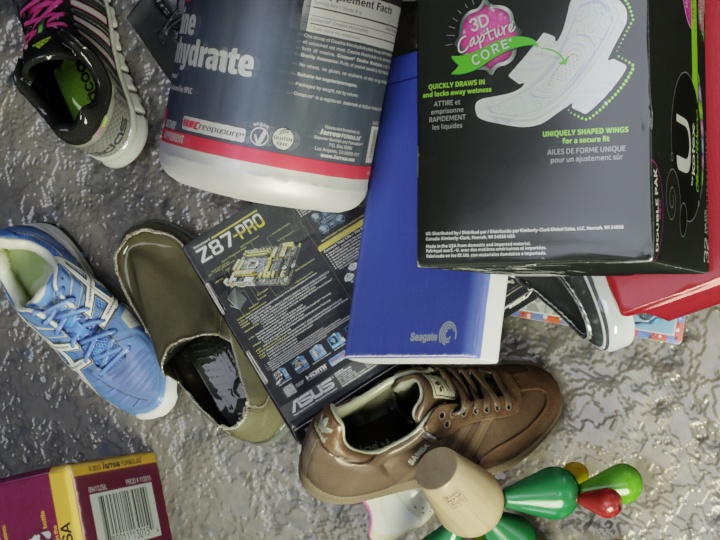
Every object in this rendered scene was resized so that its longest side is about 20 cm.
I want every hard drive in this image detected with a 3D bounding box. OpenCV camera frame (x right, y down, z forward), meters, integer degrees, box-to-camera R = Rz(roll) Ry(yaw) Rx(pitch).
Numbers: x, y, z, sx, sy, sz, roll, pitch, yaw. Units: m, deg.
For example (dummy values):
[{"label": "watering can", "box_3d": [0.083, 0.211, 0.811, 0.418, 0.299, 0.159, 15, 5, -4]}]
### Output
[{"label": "hard drive", "box_3d": [0.048, -0.043, 0.891, 0.131, 0.025, 0.202, -5, 74, 54]}]

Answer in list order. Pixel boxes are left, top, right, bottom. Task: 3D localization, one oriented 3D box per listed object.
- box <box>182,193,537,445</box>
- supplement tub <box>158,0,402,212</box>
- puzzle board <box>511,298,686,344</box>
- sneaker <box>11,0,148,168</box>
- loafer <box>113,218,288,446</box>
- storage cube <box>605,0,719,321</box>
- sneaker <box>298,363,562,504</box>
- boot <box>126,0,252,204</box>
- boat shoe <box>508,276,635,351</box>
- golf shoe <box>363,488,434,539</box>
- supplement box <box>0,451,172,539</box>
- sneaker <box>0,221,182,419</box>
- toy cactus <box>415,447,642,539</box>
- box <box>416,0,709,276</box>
[{"label": "box", "box_3d": [0.000, 0.000, 0.983, 0.199, 0.049, 0.162, -32, 69, -6]}, {"label": "supplement tub", "box_3d": [-0.047, -0.147, 0.916, 0.139, 0.140, 0.202, 13, 97, 20]}, {"label": "puzzle board", "box_3d": [0.163, -0.060, 0.989, 0.149, 0.017, 0.202, 9, 90, 20]}, {"label": "sneaker", "box_3d": [-0.232, -0.176, 1.102, 0.073, 0.087, 0.201, -27, 79, 17]}, {"label": "loafer", "box_3d": [-0.121, 0.042, 1.062, 0.075, 0.070, 0.200, -43, 75, 14]}, {"label": "storage cube", "box_3d": [0.227, -0.078, 0.865, 0.178, 0.171, 0.202, -20, 81, 19]}, {"label": "sneaker", "box_3d": [0.055, 0.097, 0.936, 0.199, 0.076, 0.071, -18, 55, -24]}, {"label": "boot", "box_3d": [-0.064, -0.166, 1.057, 0.164, 0.066, 0.201, -37, 72, 14]}, {"label": "boat shoe", "box_3d": [0.100, -0.022, 0.916, 0.067, 0.072, 0.201, -26, 64, -14]}, {"label": "golf shoe", "box_3d": [-0.018, 0.108, 1.021, 0.200, 0.075, 0.092, 45, 109, 19]}, {"label": "supplement box", "box_3d": [-0.259, 0.209, 1.075, 0.198, 0.131, 0.104, -15, 83, 20]}, {"label": "sneaker", "box_3d": [-0.219, 0.041, 1.095, 0.200, 0.077, 0.076, 42, 100, 15]}, {"label": "toy cactus", "box_3d": [0.086, 0.177, 0.934, 0.199, 0.165, 0.103, -25, 44, 20]}, {"label": "box", "box_3d": [0.109, -0.100, 0.744, 0.123, 0.148, 0.202, -1, 88, 24]}]
